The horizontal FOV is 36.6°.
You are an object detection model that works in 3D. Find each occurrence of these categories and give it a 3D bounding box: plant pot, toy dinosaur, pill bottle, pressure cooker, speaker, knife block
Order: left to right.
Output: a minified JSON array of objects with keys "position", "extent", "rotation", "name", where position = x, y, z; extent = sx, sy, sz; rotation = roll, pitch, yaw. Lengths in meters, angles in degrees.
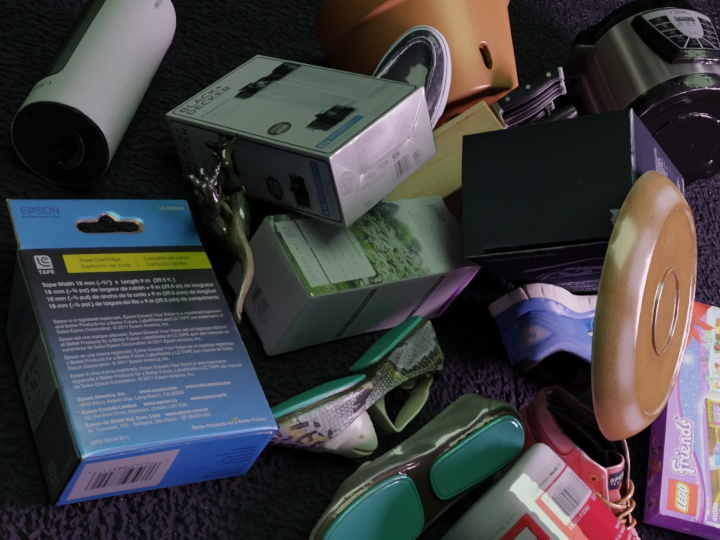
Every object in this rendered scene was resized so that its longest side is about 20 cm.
[{"position":[-0.214,-0.160,0.894],"extent":[0.080,0.082,0.202],"rotation":[25,42,-12],"name":"speaker"},{"position":[-0.102,-0.045,0.812],"extent":[0.047,0.090,0.201],"rotation":[-13,26,-6],"name":"toy dinosaur"},{"position":[0.068,-0.208,1.066],"extent":[0.198,0.199,0.142],"rotation":[-9,73,-39],"name":"plant pot"},{"position":[0.105,-0.107,0.993],"extent":[0.197,0.176,0.065],"rotation":[-9,55,-39],"name":"knife block"},{"position":[0.157,0.230,0.762],"extent":[0.200,0.113,0.112],"rotation":[46,42,12],"name":"pill bottle"},{"position":[0.217,0.029,0.810],"extent":[0.027,0.204,0.200],"rotation":[8,29,30],"name":"plant pot"},{"position":[0.340,-0.214,1.262],"extent":[0.176,0.177,0.202],"rotation":[42,28,-44],"name":"pressure cooker"}]

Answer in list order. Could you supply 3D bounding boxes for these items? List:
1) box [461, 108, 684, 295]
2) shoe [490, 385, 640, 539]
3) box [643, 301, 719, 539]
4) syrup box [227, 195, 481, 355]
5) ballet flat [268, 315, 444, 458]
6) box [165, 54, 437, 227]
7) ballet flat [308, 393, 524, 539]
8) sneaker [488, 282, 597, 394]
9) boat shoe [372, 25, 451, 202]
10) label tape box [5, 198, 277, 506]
[{"position":[0.187,-0.048,0.924],"extent":[0.199,0.145,0.107],"rotation":[25,63,-61],"name":"box"},{"position":[0.183,0.186,0.837],"extent":[0.071,0.091,0.201],"rotation":[-23,67,-45],"name":"shoe"},{"position":[0.324,0.134,0.950],"extent":[0.134,0.039,0.203],"rotation":[14,65,-2],"name":"box"},{"position":[0.000,0.000,0.891],"extent":[0.198,0.082,0.079],"rotation":[-10,58,-43],"name":"syrup box"},{"position":[0.003,0.099,0.817],"extent":[0.072,0.072,0.199],"rotation":[47,43,13],"name":"ballet flat"},{"position":[-0.051,-0.110,0.875],"extent":[0.198,0.061,0.116],"rotation":[20,48,42],"name":"box"},{"position":[0.034,0.153,0.787],"extent":[0.198,0.069,0.063],"rotation":[-28,24,-27],"name":"ballet flat"},{"position":[0.202,0.071,0.985],"extent":[0.197,0.078,0.091],"rotation":[6,65,-30],"name":"sneaker"},{"position":[0.020,-0.127,0.947],"extent":[0.071,0.202,0.068],"rotation":[29,-5,9],"name":"boat shoe"},{"position":[-0.160,0.048,0.748],"extent":[0.142,0.064,0.202],"rotation":[-1,53,-37],"name":"label tape box"}]
